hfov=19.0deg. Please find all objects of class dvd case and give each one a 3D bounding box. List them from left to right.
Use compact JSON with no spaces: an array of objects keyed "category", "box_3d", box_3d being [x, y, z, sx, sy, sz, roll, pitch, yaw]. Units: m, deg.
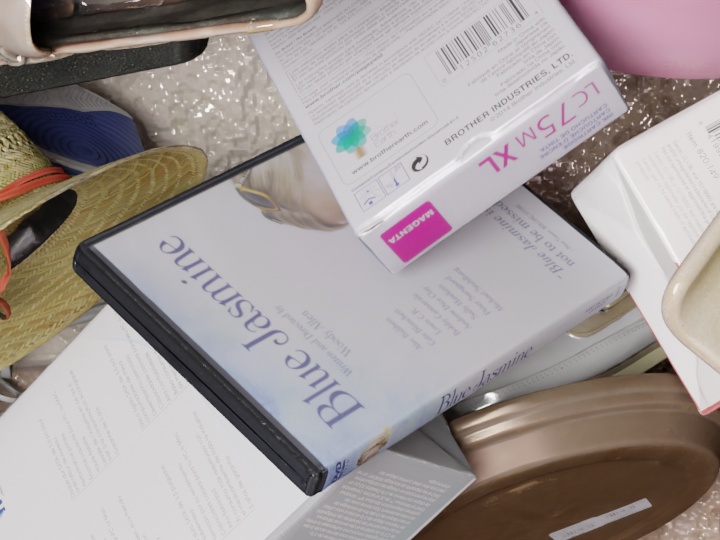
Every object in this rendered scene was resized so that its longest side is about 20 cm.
[{"category":"dvd case","box_3d":[0.000,0.000,0.887,0.143,0.199,0.018,41,137,22]}]

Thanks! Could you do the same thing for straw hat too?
[{"category":"straw hat","box_3d":[-0.166,-0.019,0.873,0.201,0.201,0.085,-41,79,17]}]

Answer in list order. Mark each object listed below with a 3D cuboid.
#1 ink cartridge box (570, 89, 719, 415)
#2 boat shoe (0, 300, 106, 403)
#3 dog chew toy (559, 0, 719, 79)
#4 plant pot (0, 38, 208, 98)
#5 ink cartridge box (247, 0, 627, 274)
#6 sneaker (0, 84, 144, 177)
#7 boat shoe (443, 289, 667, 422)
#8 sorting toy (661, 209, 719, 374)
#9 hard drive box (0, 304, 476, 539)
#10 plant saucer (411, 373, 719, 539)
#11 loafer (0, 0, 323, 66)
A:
[{"category":"ink cartridge box","box_3d":[0.208,-0.038,0.940,0.199,0.068,0.117,-28,82,-16]},{"category":"boat shoe","box_3d":[-0.188,0.032,1.036,0.200,0.075,0.087,-22,112,1]},{"category":"dog chew toy","box_3d":[0.138,-0.185,0.907,0.123,0.125,0.202,4,103,1]},{"category":"plant pot","box_3d":[-0.143,-0.183,0.889,0.198,0.200,0.179,-11,124,7]},{"category":"ink cartridge box","box_3d":[0.018,-0.104,0.913,0.119,0.201,0.042,-35,140,6]},{"category":"sneaker","box_3d":[-0.198,-0.029,0.964,0.198,0.081,0.116,8,123,-21]},{"category":"boat shoe","box_3d":[0.110,0.021,0.999,0.199,0.075,0.069,-25,89,-14]},{"category":"sorting toy","box_3d":[0.246,0.007,0.882,0.200,0.036,0.186,40,74,-4]},{"category":"hard drive box","box_3d":[-0.070,0.088,0.940,0.200,0.156,0.077,-44,143,19]},{"category":"plant saucer","box_3d":[0.083,0.104,0.998,0.199,0.200,0.030,-23,65,11]},{"category":"loafer","box_3d":[-0.107,-0.109,0.794,0.198,0.063,0.072,-8,137,5]}]
